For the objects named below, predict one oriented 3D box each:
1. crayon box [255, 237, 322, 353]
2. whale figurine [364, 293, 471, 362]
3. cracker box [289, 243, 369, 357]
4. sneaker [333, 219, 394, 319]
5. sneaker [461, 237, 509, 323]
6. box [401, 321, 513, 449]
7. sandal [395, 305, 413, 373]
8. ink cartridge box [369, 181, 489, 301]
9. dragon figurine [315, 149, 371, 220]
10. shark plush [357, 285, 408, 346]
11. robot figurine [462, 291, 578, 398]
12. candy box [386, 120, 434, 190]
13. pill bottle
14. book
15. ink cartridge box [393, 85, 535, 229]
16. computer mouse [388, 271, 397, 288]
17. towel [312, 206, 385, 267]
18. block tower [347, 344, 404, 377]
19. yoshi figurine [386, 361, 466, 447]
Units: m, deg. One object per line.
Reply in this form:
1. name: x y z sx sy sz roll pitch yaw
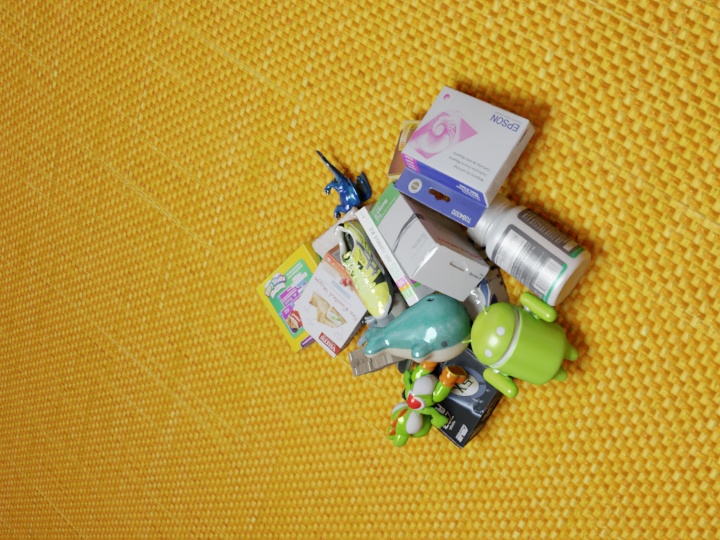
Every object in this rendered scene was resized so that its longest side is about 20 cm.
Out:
1. crayon box: -0.117 0.056 1.951 0.200 0.058 0.174 -39 80 40
2. whale figurine: 0.100 0.102 1.619 0.197 0.160 0.105 -8 117 8
3. cracker box: -0.047 0.062 1.817 0.134 0.058 0.201 42 131 11
4. sneaker: 0.000 0.000 1.673 0.075 0.076 0.202 -37 65 37
5. sneaker: 0.205 0.032 1.684 0.114 0.080 0.203 -9 94 43
6. box: 0.194 0.213 1.745 0.163 0.086 0.202 39 126 20
7. sandal: 0.111 0.133 1.794 0.080 0.057 0.202 62 143 35
8. ink cartridge box: 0.121 -0.053 1.607 0.084 0.145 0.201 -52 40 20
9. dragon figurine: -0.017 -0.159 1.791 0.098 0.059 0.203 -10 104 38
10. shark plush: 0.035 0.088 1.781 0.200 0.082 0.092 -35 64 58
11. robot figurine: 0.281 0.129 1.581 0.198 0.116 0.177 22 104 -16
12. candy box: 0.154 -0.204 1.609 0.198 0.056 0.118 7 74 37
13. pill bottle: 0.290 -0.041 1.560 0.199 0.113 0.114 40 126 21
14. book: 0.081 -0.041 1.708 0.048 0.133 0.202 -33 84 32
15. ink cartridge box: 0.168 -0.198 1.537 0.195 0.043 0.201 30 86 37
16. computer mouse: 0.051 0.000 1.822 0.201 0.034 0.059 57 147 13
17. towel: -0.018 -0.039 1.808 0.133 0.034 0.200 50 147 -2
18. block tower: 0.040 0.171 1.823 0.200 0.057 0.055 -32 71 62
19. yoshi figurine: 0.122 0.248 1.714 0.111 0.113 0.201 24 112 -17
